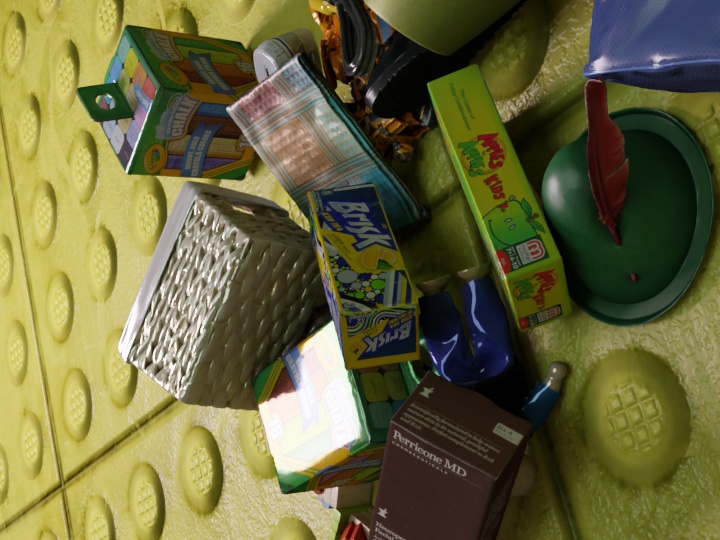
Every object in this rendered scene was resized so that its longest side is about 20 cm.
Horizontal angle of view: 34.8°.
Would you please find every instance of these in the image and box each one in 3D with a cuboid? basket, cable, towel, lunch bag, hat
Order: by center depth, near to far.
[{"bbox_3d":[0.254,-0.194,0.771,0.199,0.135,0.134,6,95,51],"label":"lunch bag"},{"bbox_3d":[0.152,-0.055,0.866,0.165,0.175,0.202,31,114,48],"label":"hat"},{"bbox_3d":[-0.005,-0.254,1.059,0.098,0.050,0.201,-61,36,27],"label":"cable"},{"bbox_3d":[-0.038,-0.107,1.144,0.200,0.022,0.146,52,140,-11],"label":"towel"},{"bbox_3d":[-0.134,0.031,1.163,0.123,0.135,0.201,34,105,43],"label":"basket"}]

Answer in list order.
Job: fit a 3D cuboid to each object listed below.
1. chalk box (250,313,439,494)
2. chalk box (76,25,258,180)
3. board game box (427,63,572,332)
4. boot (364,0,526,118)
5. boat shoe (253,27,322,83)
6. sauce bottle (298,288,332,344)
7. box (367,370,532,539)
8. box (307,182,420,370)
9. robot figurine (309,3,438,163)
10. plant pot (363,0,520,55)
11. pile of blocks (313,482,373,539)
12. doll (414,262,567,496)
[{"bbox_3d":[0.008,0.119,1.091,0.200,0.123,0.126,-39,61,44],"label":"chalk box"},{"bbox_3d":[-0.219,-0.191,1.310,0.125,0.199,0.124,56,130,35],"label":"chalk box"},{"bbox_3d":[0.116,-0.061,0.959,0.047,0.102,0.201,-21,60,4],"label":"board game box"},{"bbox_3d":[0.051,-0.259,1.056,0.198,0.073,0.163,-43,61,19],"label":"boot"},{"bbox_3d":[-0.057,-0.156,1.194,0.072,0.062,0.201,38,151,38],"label":"boat shoe"},{"bbox_3d":[-0.080,0.019,1.254,0.200,0.064,0.065,44,123,43],"label":"sauce bottle"},{"bbox_3d":[0.071,0.192,0.977,0.100,0.075,0.201,26,134,19],"label":"box"},{"bbox_3d":[0.000,0.000,1.039,0.201,0.069,0.065,-107,11,-53],"label":"box"},{"bbox_3d":[0.012,-0.198,1.142,0.145,0.058,0.202,-38,61,48],"label":"robot figurine"},{"bbox_3d":[0.090,-0.282,0.917,0.201,0.186,0.187,-55,49,23],"label":"plant pot"},{"bbox_3d":[-0.033,0.233,1.192,0.201,0.062,0.082,57,131,35],"label":"pile of blocks"},{"bbox_3d":[0.112,0.098,0.994,0.135,0.048,0.202,-16,90,14],"label":"doll"}]
